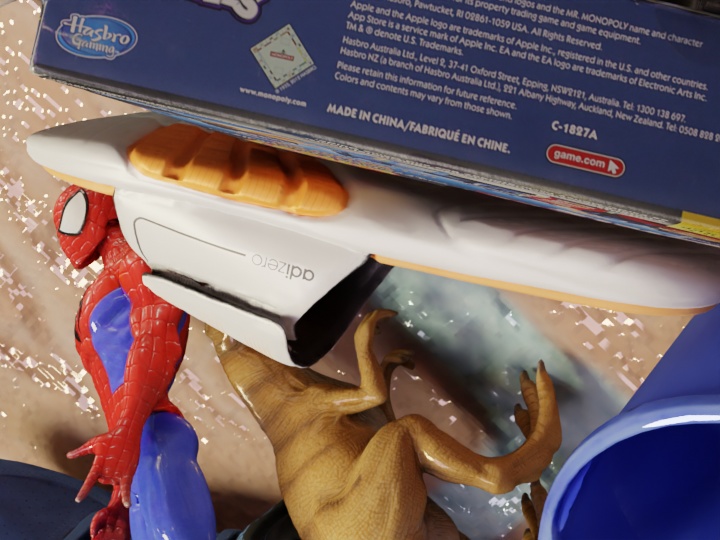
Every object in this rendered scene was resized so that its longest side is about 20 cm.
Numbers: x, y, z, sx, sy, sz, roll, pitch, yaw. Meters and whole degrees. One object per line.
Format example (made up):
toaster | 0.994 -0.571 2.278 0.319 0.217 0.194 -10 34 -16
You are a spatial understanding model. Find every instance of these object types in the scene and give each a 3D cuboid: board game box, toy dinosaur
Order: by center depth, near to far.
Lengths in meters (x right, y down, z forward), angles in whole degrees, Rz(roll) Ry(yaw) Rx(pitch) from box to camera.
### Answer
board game box | 0.028 -0.050 0.720 0.199 0.200 0.062 13 92 -3
toy dinosaur | 0.011 0.076 0.841 0.061 0.106 0.201 103 149 -47

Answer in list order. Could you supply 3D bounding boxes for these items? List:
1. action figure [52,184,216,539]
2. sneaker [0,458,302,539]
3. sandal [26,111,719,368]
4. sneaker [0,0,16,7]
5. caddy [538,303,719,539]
action figure | -0.059 0.061 0.859 0.051 0.201 0.066 -8 153 -10
sneaker | -0.044 0.093 0.924 0.199 0.077 0.111 32 135 10
sandal | -0.003 0.001 0.814 0.206 0.079 0.060 14 104 21
sneaker | -0.178 -0.127 0.838 0.199 0.078 0.078 7 127 11
caddy | 0.143 0.078 0.768 0.199 0.105 0.142 -4 122 35
